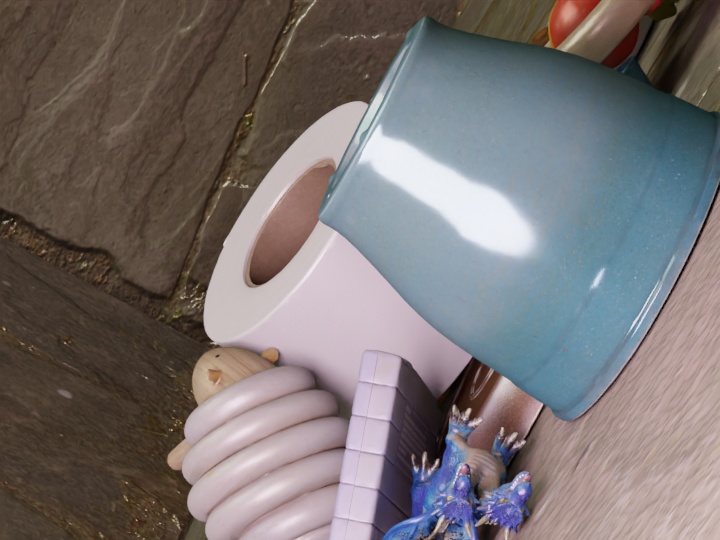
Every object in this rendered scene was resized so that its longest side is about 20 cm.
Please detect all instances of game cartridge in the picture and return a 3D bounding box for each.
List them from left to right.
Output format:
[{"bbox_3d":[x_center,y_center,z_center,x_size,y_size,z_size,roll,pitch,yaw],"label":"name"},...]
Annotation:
[{"bbox_3d":[0.017,0.130,1.394,0.200,0.038,0.131,57,-142,-73],"label":"game cartridge"}]

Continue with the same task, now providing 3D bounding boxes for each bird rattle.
[{"bbox_3d":[0.184,-0.183,1.502,0.163,0.112,0.200,-52,15,-5],"label":"bird rattle"}]

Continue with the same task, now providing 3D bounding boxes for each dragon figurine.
[{"bbox_3d":[0.050,0.151,1.304,0.200,0.059,0.100,-55,8,49],"label":"dragon figurine"}]

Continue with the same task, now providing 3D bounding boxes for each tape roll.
[{"bbox_3d":[0.000,0.000,1.558,0.203,0.139,0.203,-46,23,26],"label":"tape roll"}]

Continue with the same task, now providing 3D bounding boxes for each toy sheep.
[{"bbox_3d":[-0.057,0.141,1.459,0.137,0.201,0.138,-28,-13,-7],"label":"toy sheep"}]

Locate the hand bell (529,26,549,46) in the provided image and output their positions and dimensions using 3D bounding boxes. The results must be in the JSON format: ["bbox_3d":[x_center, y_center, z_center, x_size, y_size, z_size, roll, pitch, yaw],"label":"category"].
[{"bbox_3d":[0.131,-0.153,1.678,0.105,0.104,0.200,-60,-6,29],"label":"hand bell"}]

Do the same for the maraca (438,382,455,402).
[{"bbox_3d":[0.037,0.059,1.742,0.200,0.107,0.137,-40,-10,-42],"label":"maraca"}]

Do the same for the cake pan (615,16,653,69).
[{"bbox_3d":[0.192,-0.178,1.750,0.202,0.036,0.200,-62,4,8],"label":"cake pan"}]

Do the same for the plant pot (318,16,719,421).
[{"bbox_3d":[0.084,-0.045,1.257,0.201,0.187,0.200,-62,5,10],"label":"plant pot"}]

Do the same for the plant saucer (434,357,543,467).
[{"bbox_3d":[0.098,0.067,1.443,0.201,0.032,0.200,-62,4,7],"label":"plant saucer"}]

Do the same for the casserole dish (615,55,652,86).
[{"bbox_3d":[0.141,-0.065,1.464,0.200,0.039,0.121,-51,1,-42],"label":"casserole dish"}]
